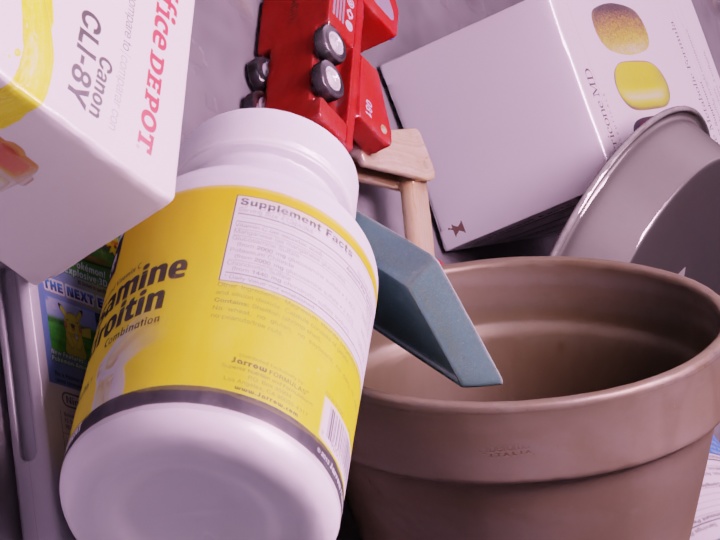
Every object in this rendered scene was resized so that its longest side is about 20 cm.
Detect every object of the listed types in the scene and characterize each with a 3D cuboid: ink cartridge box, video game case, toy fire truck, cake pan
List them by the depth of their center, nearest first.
[{"bbox_3d":[-0.162,-0.113,1.173,0.200,0.083,0.145,39,38,-33],"label":"ink cartridge box"},{"bbox_3d":[-0.084,0.060,1.277,0.200,0.022,0.183,23,51,-53],"label":"video game case"},{"bbox_3d":[0.002,-0.063,1.489,0.141,0.049,0.200,46,34,-37],"label":"toy fire truck"},{"bbox_3d":[0.147,0.011,1.569,0.200,0.037,0.200,-46,151,-35],"label":"cake pan"}]

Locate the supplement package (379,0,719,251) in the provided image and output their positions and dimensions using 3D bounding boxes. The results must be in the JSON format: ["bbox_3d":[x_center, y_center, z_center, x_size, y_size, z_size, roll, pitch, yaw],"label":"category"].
[{"bbox_3d":[0.117,-0.085,1.641,0.200,0.109,0.114,-11,80,-62],"label":"supplement package"}]

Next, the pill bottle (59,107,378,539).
[{"bbox_3d":[-0.052,0.029,1.212,0.112,0.112,0.200,49,33,-32],"label":"pill bottle"}]

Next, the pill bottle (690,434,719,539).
[{"bbox_3d":[0.161,0.155,1.473,0.112,0.112,0.200,32,20,-48],"label":"pill bottle"}]

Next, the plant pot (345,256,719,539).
[{"bbox_3d":[0.076,0.105,1.362,0.200,0.200,0.174,-39,128,-61],"label":"plant pot"}]

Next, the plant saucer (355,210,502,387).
[{"bbox_3d":[0.000,0.000,1.329,0.070,0.019,0.200,60,-14,-26],"label":"plant saucer"}]
